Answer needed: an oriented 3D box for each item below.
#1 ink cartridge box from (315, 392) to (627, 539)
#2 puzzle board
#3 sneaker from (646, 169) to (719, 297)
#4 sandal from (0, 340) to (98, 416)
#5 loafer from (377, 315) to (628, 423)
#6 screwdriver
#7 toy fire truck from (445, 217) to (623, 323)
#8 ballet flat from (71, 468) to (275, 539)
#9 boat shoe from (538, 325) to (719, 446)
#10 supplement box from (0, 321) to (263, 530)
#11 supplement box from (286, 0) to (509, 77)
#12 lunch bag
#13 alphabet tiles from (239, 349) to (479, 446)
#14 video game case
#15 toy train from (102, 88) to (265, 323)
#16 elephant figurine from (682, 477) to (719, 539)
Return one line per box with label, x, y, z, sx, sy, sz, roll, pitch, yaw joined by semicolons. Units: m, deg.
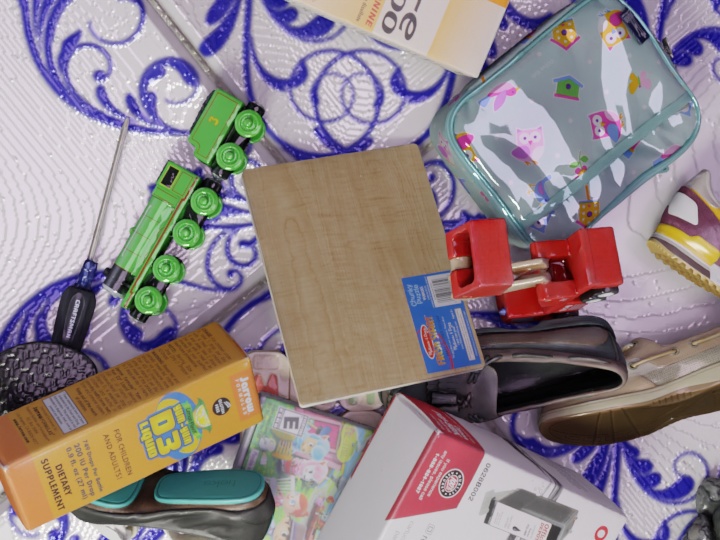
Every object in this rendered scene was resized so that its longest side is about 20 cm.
ink cartridge box;0.087;0.205;0.995;0.200;0.083;0.147;26;95;-27
puzzle board;0.000;0.000;1.007;0.150;0.017;0.201;-10;69;-16
sneaker;0.343;-0.004;1.068;0.200;0.075;0.090;32;92;-9
sandal;-0.293;0.120;0.998;0.200;0.045;0.075;-36;92;4
loafer;0.115;0.085;1.015;0.199;0.063;0.072;-14;125;-5
screwdriver;-0.207;-0.023;1.009;0.029;0.028;0.201;20;92;21
toy fire truck;0.120;0.005;0.972;0.141;0.200;0.049;-5;78;-12
ballet flat;-0.164;0.185;0.994;0.199;0.068;0.069;8;121;14
boat shoe;0.241;0.092;1.065;0.199;0.072;0.065;-17;57;3
supplement box;-0.176;0.115;0.965;0.200;0.069;0.067;-25;124;-22
supplement box;0.021;-0.247;1.005;0.199;0.074;0.126;21;98;-10
lunch bag;0.173;-0.119;1.039;0.200;0.077;0.161;-38;96;-6
alphabet tiles;0.000;0.115;1.052;0.199;0.015;0.196;1;92;-9
video game case;-0.029;0.219;1.036;0.182;0.022;0.201;19;93;-10
toy train;-0.141;-0.053;1.016;0.056;0.042;0.200;30;87;2
elephant figurine;0.346;0.229;1.010;0.155;0.200;0.142;28;87;-8
